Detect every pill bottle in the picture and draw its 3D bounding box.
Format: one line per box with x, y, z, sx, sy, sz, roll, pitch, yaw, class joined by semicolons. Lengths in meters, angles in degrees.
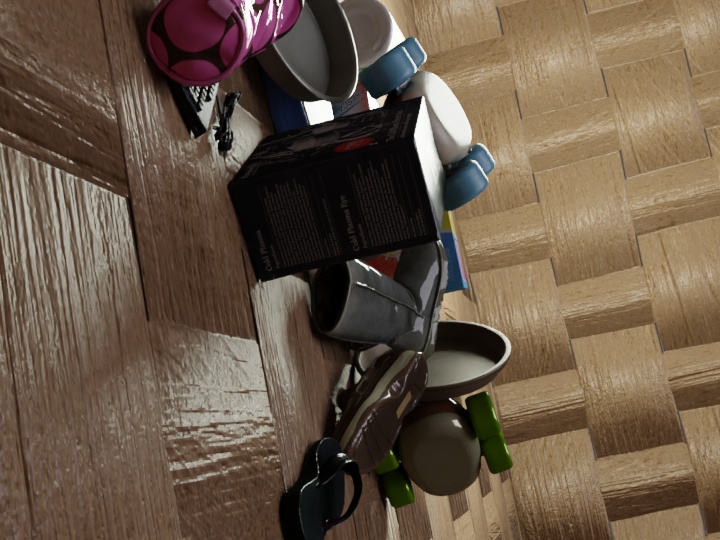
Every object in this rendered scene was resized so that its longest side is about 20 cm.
0.016;-0.357;1.788;0.200;0.110;0.112;23;55;-78;pill bottle

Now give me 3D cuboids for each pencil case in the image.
-0.109;-0.223;0.952;0.091;0.093;0.200;52;25;-13;pencil case

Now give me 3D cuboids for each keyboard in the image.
-0.137;-0.184;1.022;0.201;0.020;0.128;-88;162;-52;keyboard

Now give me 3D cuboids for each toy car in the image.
0.084;0.175;1.432;0.201;0.163;0.158;-106;175;-45;toy car
0.024;-0.137;1.300;0.185;0.199;0.177;56;19;-9;toy car

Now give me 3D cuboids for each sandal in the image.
-0.027;0.214;1.055;0.200;0.048;0.076;-52;129;-76;sandal

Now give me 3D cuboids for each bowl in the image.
-0.071;-0.209;1.346;0.201;0.039;0.203;-13;90;-80;bowl

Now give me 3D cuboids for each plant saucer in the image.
0.092;0.114;1.404;0.200;0.198;0.030;-75;159;-68;plant saucer

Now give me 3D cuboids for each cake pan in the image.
-0.073;-0.276;1.248;0.200;0.037;0.202;39;40;-43;cake pan

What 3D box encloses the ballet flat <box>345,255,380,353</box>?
0.000;0.000;1.402;0.072;0.071;0.202;33;45;-75;ballet flat

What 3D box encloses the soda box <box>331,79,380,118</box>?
0.003;-0.213;1.667;0.200;0.068;0.064;48;32;-69;soda box

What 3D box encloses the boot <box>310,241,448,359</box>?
0.022;0.011;1.317;0.199;0.072;0.184;24;60;-44;boot

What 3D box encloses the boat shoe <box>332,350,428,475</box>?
0.006;0.159;1.247;0.202;0.074;0.075;-43;130;-52;boat shoe

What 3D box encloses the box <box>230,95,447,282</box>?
-0.014;-0.087;1.116;0.200;0.180;0.105;-75;150;-70;box

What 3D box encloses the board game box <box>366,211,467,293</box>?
0.052;-0.057;1.518;0.040;0.152;0.202;14;64;-77;board game box
